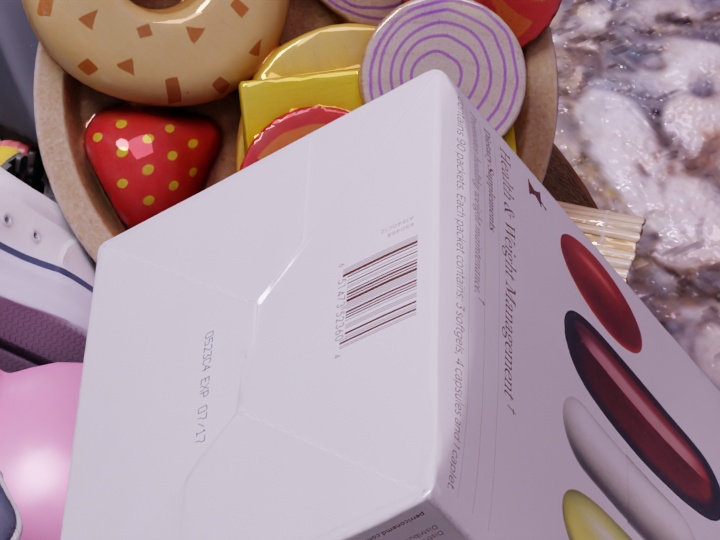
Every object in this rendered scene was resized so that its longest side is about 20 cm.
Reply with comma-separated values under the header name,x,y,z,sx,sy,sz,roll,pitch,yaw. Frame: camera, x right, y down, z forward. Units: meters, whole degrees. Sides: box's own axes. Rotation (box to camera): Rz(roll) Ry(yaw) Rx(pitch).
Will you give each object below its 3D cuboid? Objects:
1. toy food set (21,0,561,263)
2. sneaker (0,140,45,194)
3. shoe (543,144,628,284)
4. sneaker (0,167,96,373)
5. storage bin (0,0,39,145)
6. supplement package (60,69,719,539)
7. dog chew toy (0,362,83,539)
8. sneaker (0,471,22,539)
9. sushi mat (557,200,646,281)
name,x,y,z,sx,sy,sz,roll,pitch,yaw
toy food set,-0.020,-0.068,1.072,0.198,0.049,0.200,-8,91,-7
sneaker,-0.204,0.008,1.121,0.082,0.078,0.200,23,41,19
shoe,0.041,-0.046,1.183,0.200,0.053,0.070,57,19,22
sneaker,-0.171,-0.019,1.045,0.200,0.073,0.071,34,32,-38
storage bin,-0.107,-0.129,1.174,0.134,0.146,0.200,-28,21,-17
supplement package,0.022,0.086,0.954,0.200,0.147,0.191,47,30,-33
dog chew toy,-0.149,0.077,1.017,0.200,0.125,0.125,20,47,-10
sneaker,-0.192,0.098,0.935,0.146,0.077,0.202,-22,29,-37
sushi mat,0.000,0.000,1.113,0.200,0.012,0.096,12,66,9
